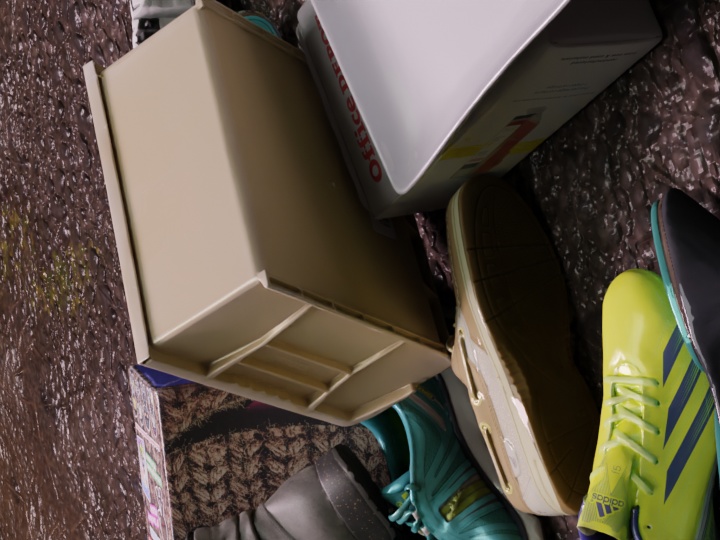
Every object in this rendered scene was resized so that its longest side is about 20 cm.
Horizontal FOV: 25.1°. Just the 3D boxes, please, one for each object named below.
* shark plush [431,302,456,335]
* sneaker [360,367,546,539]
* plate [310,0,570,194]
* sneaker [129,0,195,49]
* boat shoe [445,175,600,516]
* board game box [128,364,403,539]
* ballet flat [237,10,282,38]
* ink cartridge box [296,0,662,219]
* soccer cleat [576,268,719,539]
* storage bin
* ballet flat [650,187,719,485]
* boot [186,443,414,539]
[{"bbox_3d":[0.000,0.000,1.064,0.200,0.091,0.084,27,90,57],"label":"shark plush"},{"bbox_3d":[0.052,0.147,1.006,0.201,0.079,0.078,63,144,24],"label":"sneaker"},{"bbox_3d":[0.038,-0.174,0.830,0.200,0.032,0.201,-50,56,49],"label":"plate"},{"bbox_3d":[-0.144,-0.207,1.209,0.091,0.066,0.202,111,157,-66],"label":"sneaker"},{"bbox_3d":[0.083,0.047,0.935,0.066,0.074,0.202,-24,78,51],"label":"boat shoe"},{"bbox_3d":[-0.061,0.157,1.091,0.097,0.158,0.202,-160,62,-71],"label":"board game box"},{"bbox_3d":[-0.081,-0.084,1.166,0.074,0.074,0.202,4,99,57],"label":"ballet flat"},{"bbox_3d":[0.058,-0.139,0.912,0.200,0.083,0.146,-41,64,52],"label":"ink cartridge box"},{"bbox_3d":[0.146,0.101,0.841,0.065,0.083,0.202,2,100,57],"label":"soccer cleat"},{"bbox_3d":[-0.049,-0.031,0.965,0.093,0.198,0.201,-31,58,26],"label":"storage bin"},{"bbox_3d":[0.195,0.050,0.779,0.073,0.073,0.202,-29,68,56],"label":"ballet flat"},{"bbox_3d":[-0.015,0.217,1.034,0.201,0.130,0.068,55,-174,-14],"label":"boot"}]
